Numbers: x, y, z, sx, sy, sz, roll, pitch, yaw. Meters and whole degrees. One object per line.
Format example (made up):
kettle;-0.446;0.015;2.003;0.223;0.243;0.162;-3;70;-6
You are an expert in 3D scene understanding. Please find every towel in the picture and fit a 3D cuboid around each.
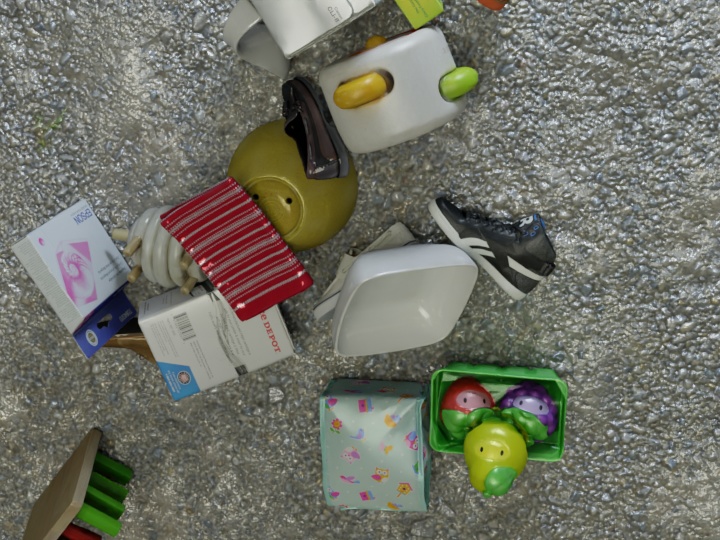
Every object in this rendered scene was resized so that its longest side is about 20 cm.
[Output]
towel;-0.175;-0.026;1.704;0.144;0.023;0.200;-25;114;28

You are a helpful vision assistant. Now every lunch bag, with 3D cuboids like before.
lunch bag;0.026;0.276;1.860;0.170;0.122;0.200;1;103;9

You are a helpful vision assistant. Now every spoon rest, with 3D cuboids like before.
spoon rest;-0.147;-0.314;1.657;0.061;0.200;0.099;-41;80;2

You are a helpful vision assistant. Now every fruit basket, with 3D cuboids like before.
fruit basket;0.199;0.228;1.769;0.215;0.216;0.156;4;109;9

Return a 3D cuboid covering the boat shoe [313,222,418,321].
boat shoe;0.000;0.000;1.808;0.200;0.071;0.070;-39;71;23

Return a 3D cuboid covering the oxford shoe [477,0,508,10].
oxford shoe;0.134;-0.428;1.604;0.200;0.071;0.073;26;135;-26

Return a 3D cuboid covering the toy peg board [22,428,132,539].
toy peg board;-0.460;0.400;1.959;0.098;0.200;0.199;33;111;-17

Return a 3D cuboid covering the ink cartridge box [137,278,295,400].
ink cartridge box;-0.216;0.088;1.827;0.200;0.084;0.145;-21;111;-1

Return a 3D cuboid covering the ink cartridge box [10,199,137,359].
ink cartridge box;-0.412;0.008;1.810;0.043;0.196;0.200;-29;101;20

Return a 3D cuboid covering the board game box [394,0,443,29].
board game box;0.035;-0.426;1.593;0.048;0.102;0.200;-31;115;17

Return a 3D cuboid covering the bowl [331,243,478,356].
bowl;0.053;0.034;1.745;0.200;0.075;0.200;-8;143;-23

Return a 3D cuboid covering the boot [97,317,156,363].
boot;-0.352;0.115;1.905;0.199;0.074;0.076;-3;114;8

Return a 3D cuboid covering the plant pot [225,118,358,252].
plant pot;-0.114;-0.107;1.746;0.200;0.142;0.201;3;108;10

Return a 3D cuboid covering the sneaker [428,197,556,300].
sneaker;0.201;-0.061;1.746;0.200;0.073;0.112;42;107;-14

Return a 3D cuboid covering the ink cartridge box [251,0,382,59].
ink cartridge box;-0.056;-0.391;1.610;0.144;0.200;0.145;-29;101;18

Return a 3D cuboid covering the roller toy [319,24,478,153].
roller toy;0.040;-0.252;1.646;0.200;0.182;0.140;-26;103;-16

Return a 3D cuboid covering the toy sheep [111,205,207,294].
toy sheep;-0.284;-0.036;1.808;0.200;0.138;0.138;16;110;12

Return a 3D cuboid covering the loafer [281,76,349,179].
loafer;-0.078;-0.200;1.687;0.063;0.200;0.072;-16;140;-17
